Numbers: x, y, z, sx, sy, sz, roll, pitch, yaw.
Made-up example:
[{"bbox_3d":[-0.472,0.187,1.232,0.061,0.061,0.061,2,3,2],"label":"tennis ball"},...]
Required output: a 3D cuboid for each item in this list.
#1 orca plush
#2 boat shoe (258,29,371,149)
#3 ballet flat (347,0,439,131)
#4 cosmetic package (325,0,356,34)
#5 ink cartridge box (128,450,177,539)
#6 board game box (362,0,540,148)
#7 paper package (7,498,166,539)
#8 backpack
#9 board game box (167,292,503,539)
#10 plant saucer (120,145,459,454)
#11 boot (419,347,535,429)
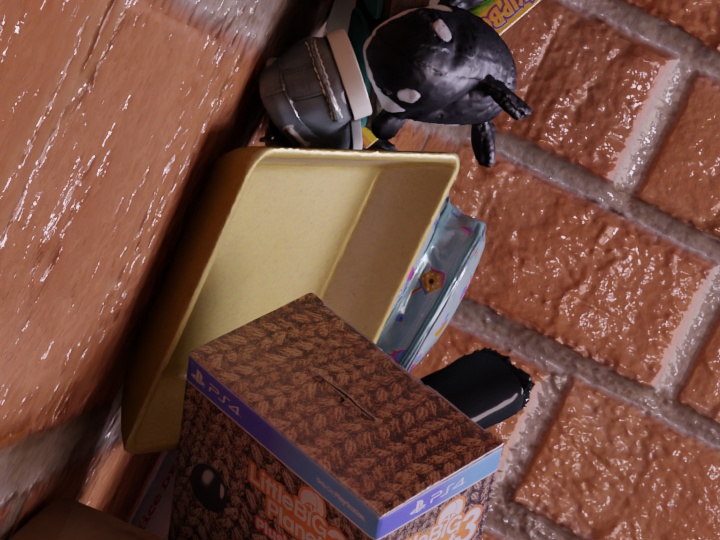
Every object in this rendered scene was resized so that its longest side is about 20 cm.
[{"bbox_3d":[0.066,-0.098,1.272,0.105,0.071,0.200,-49,158,-7],"label":"orca plush"},{"bbox_3d":[-0.035,-0.100,1.278,0.062,0.073,0.200,-20,178,-6],"label":"boat shoe"},{"bbox_3d":[0.026,-0.163,1.269,0.200,0.067,0.068,96,-24,-56],"label":"ballet flat"},{"bbox_3d":[0.055,-0.224,1.398,0.200,0.071,0.105,-59,174,-49],"label":"cosmetic package"},{"bbox_3d":[-0.081,0.191,1.523,0.200,0.083,0.147,21,-96,61],"label":"ink cartridge box"},{"bbox_3d":[0.056,-0.155,1.443,0.200,0.030,0.096,-43,-162,-11],"label":"board game box"},{"bbox_3d":[-0.180,0.242,1.133,0.191,0.103,0.200,-65,177,11],"label":"paper package"},{"bbox_3d":[0.000,0.000,1.593,0.176,0.153,0.200,-59,170,12],"label":"backpack"},{"bbox_3d":[-0.022,0.146,1.238,0.097,0.159,0.200,-26,140,-37],"label":"board game box"},{"bbox_3d":[-0.051,0.006,1.258,0.200,0.048,0.200,-2,124,-53],"label":"plant saucer"},{"bbox_3d":[0.054,0.111,1.561,0.162,0.073,0.198,-23,-178,-23],"label":"boot"}]
